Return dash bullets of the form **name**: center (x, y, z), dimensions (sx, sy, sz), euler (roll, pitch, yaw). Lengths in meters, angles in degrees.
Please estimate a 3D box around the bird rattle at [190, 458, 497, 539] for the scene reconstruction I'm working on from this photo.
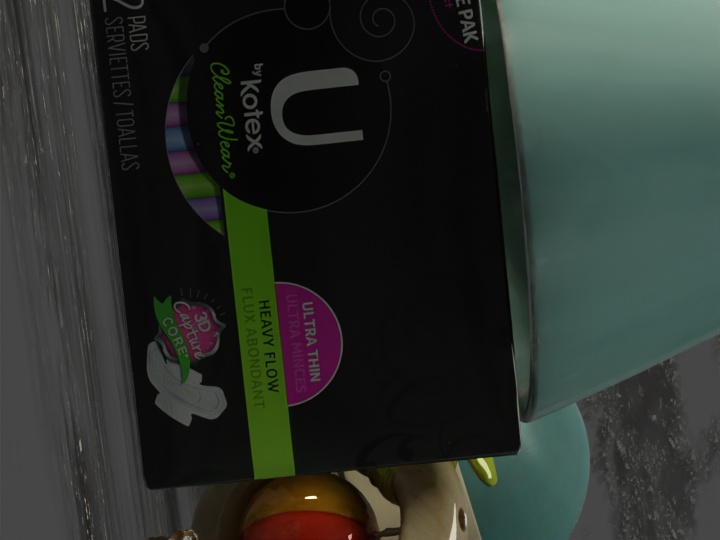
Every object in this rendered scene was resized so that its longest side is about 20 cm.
- **bird rattle**: center (0.003, 0.123, 1.193), dimensions (0.113, 0.162, 0.201), euler (33, 48, -59)

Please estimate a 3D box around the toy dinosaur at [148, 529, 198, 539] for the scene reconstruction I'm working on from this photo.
- **toy dinosaur**: center (-0.046, 0.165, 1.098), dimensions (0.200, 0.060, 0.107), euler (82, 1, -61)

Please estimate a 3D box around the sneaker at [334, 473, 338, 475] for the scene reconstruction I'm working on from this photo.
- **sneaker**: center (-0.021, 0.192, 1.346), dimensions (0.075, 0.070, 0.201), euler (24, 60, -38)

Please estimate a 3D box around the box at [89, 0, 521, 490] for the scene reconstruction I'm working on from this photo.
- **box**: center (-0.021, -0.030, 1.069), dimensions (0.124, 0.148, 0.201), euler (-98, -178, -82)

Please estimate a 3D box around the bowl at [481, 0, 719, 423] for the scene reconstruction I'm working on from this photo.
- **bowl**: center (0.103, -0.044, 1.094), dimensions (0.201, 0.104, 0.202), euler (175, -90, -87)

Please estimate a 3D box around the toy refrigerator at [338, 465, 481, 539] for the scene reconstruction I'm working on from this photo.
- **toy refrigerator**: center (0.039, 0.181, 1.421), dimensions (0.200, 0.070, 0.076), euler (-107, -167, -51)

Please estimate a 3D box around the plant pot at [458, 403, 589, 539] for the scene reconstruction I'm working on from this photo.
- **plant pot**: center (0.020, 0.087, 1.604), dimensions (0.161, 0.200, 0.201), euler (60, 21, -55)
